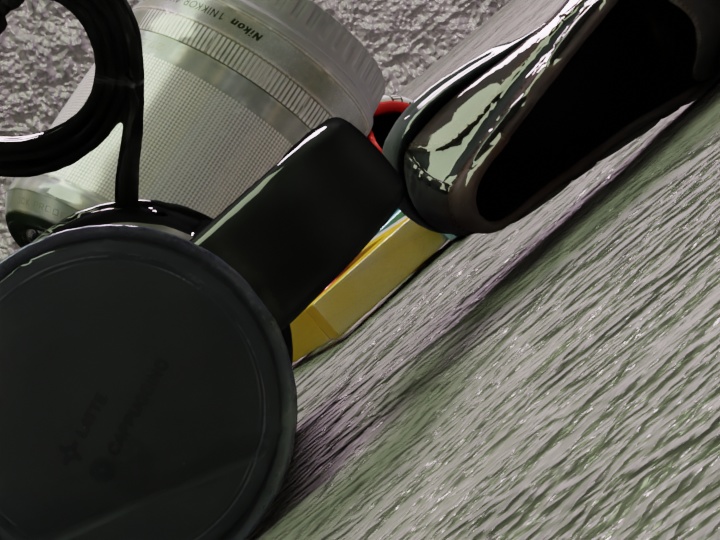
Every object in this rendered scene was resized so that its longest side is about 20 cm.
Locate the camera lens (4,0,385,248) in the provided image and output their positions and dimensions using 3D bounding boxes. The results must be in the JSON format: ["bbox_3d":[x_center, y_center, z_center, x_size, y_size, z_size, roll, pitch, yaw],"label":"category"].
[{"bbox_3d":[-0.097,-0.062,1.537,0.200,0.160,0.160,-57,9,-14],"label":"camera lens"}]

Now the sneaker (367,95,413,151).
[{"bbox_3d":[-0.040,-0.037,1.640,0.201,0.067,0.108,-39,1,-17],"label":"sneaker"}]

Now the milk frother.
[{"bbox_3d":[-0.102,-0.009,0.911,0.181,0.200,0.188,-61,4,2],"label":"milk frother"}]

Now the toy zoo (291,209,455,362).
[{"bbox_3d":[0.000,0.000,1.236,0.131,0.020,0.200,-42,5,-27],"label":"toy zoo"}]

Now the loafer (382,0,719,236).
[{"bbox_3d":[0.100,-0.077,0.944,0.200,0.072,0.063,-39,24,-7],"label":"loafer"}]
